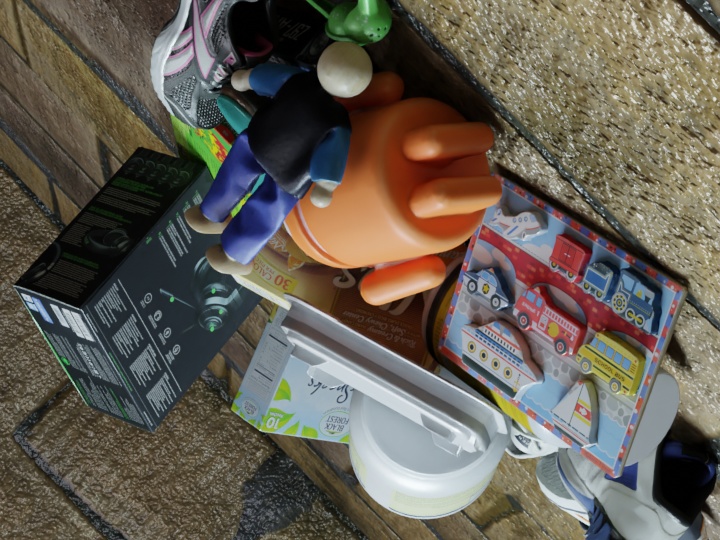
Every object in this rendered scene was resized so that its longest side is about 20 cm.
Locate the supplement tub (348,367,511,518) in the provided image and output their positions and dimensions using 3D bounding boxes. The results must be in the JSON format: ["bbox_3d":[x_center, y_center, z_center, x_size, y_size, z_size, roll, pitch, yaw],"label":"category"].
[{"bbox_3d":[0.061,0.141,1.729,0.145,0.145,0.200,44,168,10],"label":"supplement tub"}]

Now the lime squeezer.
[{"bbox_3d":[-0.012,-0.191,1.368,0.071,0.038,0.200,48,168,-9],"label":"lime squeezer"}]

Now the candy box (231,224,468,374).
[{"bbox_3d":[0.000,0.000,1.632,0.199,0.116,0.055,28,173,12],"label":"candy box"}]

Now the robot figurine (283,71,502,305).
[{"bbox_3d":[0.016,-0.061,1.422,0.199,0.117,0.144,-10,126,51],"label":"robot figurine"}]

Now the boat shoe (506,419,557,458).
[{"bbox_3d":[0.165,0.136,1.744,0.072,0.066,0.200,46,168,1],"label":"boat shoe"}]

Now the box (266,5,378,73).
[{"bbox_3d":[-0.033,-0.142,1.575,0.200,0.044,0.160,29,158,53],"label":"box"}]

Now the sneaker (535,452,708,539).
[{"bbox_3d":[0.236,0.215,1.732,0.200,0.078,0.080,22,147,59],"label":"sneaker"}]

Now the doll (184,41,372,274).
[{"bbox_3d":[-0.058,-0.092,1.387,0.048,0.200,0.137,-1,-128,-45],"label":"doll"}]

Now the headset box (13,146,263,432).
[{"bbox_3d":[-0.193,0.011,1.754,0.092,0.200,0.175,17,147,36],"label":"headset box"}]

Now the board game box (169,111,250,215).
[{"bbox_3d":[-0.122,-0.108,1.726,0.102,0.048,0.200,46,163,20],"label":"board game box"}]

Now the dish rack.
[{"bbox_3d":[0.022,0.092,1.550,0.199,0.044,0.172,28,172,11],"label":"dish rack"}]

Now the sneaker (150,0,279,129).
[{"bbox_3d":[-0.107,-0.177,1.493,0.086,0.080,0.201,46,148,25],"label":"sneaker"}]

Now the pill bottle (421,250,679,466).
[{"bbox_3d":[0.147,0.067,1.476,0.200,0.112,0.112,36,164,42],"label":"pill bottle"}]

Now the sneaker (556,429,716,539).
[{"bbox_3d":[0.238,0.175,1.583,0.080,0.115,0.200,37,-164,-20],"label":"sneaker"}]

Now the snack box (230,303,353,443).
[{"bbox_3d":[-0.022,0.094,1.869,0.053,0.143,0.199,31,-169,39],"label":"snack box"}]

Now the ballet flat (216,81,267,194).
[{"bbox_3d":[-0.068,-0.111,1.527,0.068,0.068,0.200,40,165,19],"label":"ballet flat"}]

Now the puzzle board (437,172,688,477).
[{"bbox_3d":[0.139,0.037,1.388,0.017,0.152,0.200,-1,-153,-42],"label":"puzzle board"}]
